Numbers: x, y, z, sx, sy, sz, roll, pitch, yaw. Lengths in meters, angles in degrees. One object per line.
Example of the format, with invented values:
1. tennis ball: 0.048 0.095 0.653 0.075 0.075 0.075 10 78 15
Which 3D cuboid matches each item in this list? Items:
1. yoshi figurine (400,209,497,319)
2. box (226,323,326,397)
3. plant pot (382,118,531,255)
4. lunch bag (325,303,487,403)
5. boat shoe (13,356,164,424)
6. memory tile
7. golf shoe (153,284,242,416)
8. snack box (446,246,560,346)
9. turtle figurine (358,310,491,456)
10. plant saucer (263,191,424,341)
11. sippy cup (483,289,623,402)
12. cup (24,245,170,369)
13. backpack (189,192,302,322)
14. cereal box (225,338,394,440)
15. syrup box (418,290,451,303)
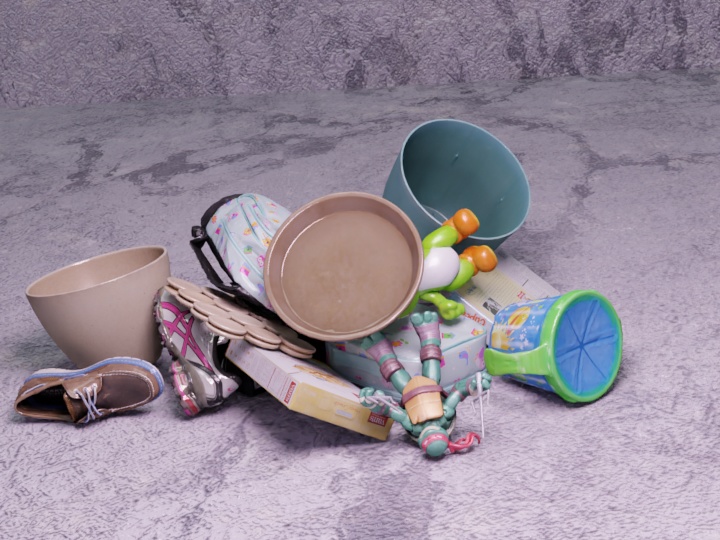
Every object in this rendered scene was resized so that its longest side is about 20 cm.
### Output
1. yoshi figurine: 0.080 0.008 1.600 0.199 0.112 0.112 -33 54 -19
2. box: -0.121 0.091 1.730 0.199 0.079 0.141 -21 22 -41
3. plant pot: 0.118 -0.088 1.801 0.200 0.201 0.161 -17 -22 -32
4. lunch bag: 0.052 0.106 1.638 0.160 0.078 0.199 -22 25 -38
5. boat shoe: -0.346 0.162 1.601 0.199 0.073 0.072 -10 21 19
6. memory tile: -0.156 0.060 1.598 0.153 0.017 0.200 18 9 -33
7. golf shoe: -0.210 0.093 1.635 0.092 0.073 0.201 -24 54 0
8. snack box: 0.199 0.042 1.761 0.116 0.037 0.200 38 30 9
9. turtle figurine: 0.070 0.143 1.455 0.149 0.101 0.201 -10 43 -8
10. plant saucer: -0.019 -0.003 1.537 0.198 0.201 0.030 -4 -27 8
11. sippy cup: 0.234 0.091 1.572 0.177 0.141 0.130 29 -18 -36
12. cup: -0.343 0.065 1.735 0.199 0.144 0.200 -13 15 4
13. backpack: -0.125 -0.020 1.673 0.166 0.127 0.200 28 12 -26
14. cereal box: -0.063 0.138 1.527 0.143 0.040 0.200 23 2 -32
15. syrup box: 0.094 0.001 1.934 0.198 0.082 0.079 2 18 15
